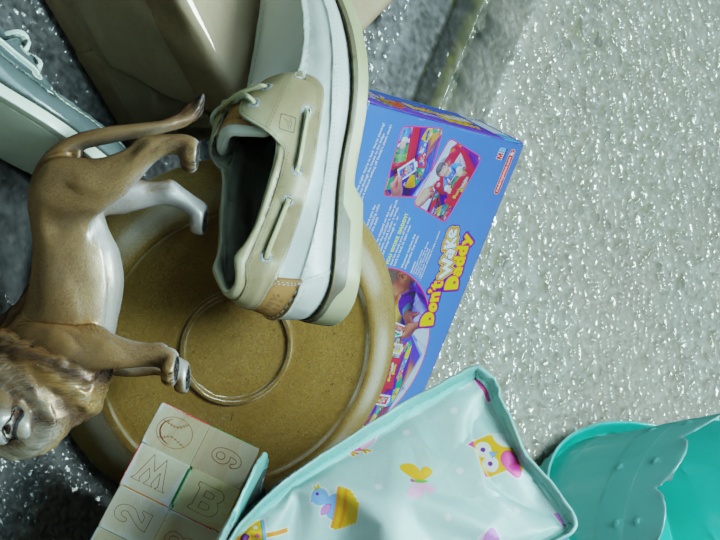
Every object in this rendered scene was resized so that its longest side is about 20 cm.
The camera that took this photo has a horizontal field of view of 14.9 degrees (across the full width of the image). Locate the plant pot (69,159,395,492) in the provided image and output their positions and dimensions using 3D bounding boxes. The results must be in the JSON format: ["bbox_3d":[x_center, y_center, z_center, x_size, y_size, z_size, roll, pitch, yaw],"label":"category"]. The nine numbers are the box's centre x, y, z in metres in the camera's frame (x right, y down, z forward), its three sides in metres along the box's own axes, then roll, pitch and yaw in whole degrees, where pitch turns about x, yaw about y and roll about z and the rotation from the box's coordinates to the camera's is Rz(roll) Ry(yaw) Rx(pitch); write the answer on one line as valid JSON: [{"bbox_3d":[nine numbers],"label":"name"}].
[{"bbox_3d":[-0.071,0.040,1.501,0.199,0.027,0.201,-5,107,-18],"label":"plant pot"}]

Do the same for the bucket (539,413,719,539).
[{"bbox_3d":[0.201,0.189,1.761,0.207,0.134,0.208,10,76,-46],"label":"bucket"}]

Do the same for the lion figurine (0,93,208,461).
[{"bbox_3d":[-0.146,0.002,1.429,0.072,0.122,0.201,29,69,-82],"label":"lion figurine"}]

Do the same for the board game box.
[{"bbox_3d":[0.000,0.000,1.581,0.134,0.045,0.201,13,104,-45],"label":"board game box"}]

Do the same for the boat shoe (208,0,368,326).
[{"bbox_3d":[-0.041,-0.073,1.449,0.068,0.075,0.201,8,67,-29],"label":"boat shoe"}]

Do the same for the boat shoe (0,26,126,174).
[{"bbox_3d":[-0.190,-0.107,1.447,0.200,0.073,0.062,34,63,-32],"label":"boat shoe"}]

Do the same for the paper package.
[{"bbox_3d":[-0.080,-0.194,1.556,0.200,0.103,0.191,-49,117,-40],"label":"paper package"}]

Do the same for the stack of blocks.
[{"bbox_3d":[-0.125,0.182,1.413,0.058,0.115,0.200,25,51,2],"label":"stack of blocks"}]

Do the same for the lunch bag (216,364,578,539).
[{"bbox_3d":[-0.010,0.151,1.413,0.199,0.170,0.122,-28,78,-15],"label":"lunch bag"}]
